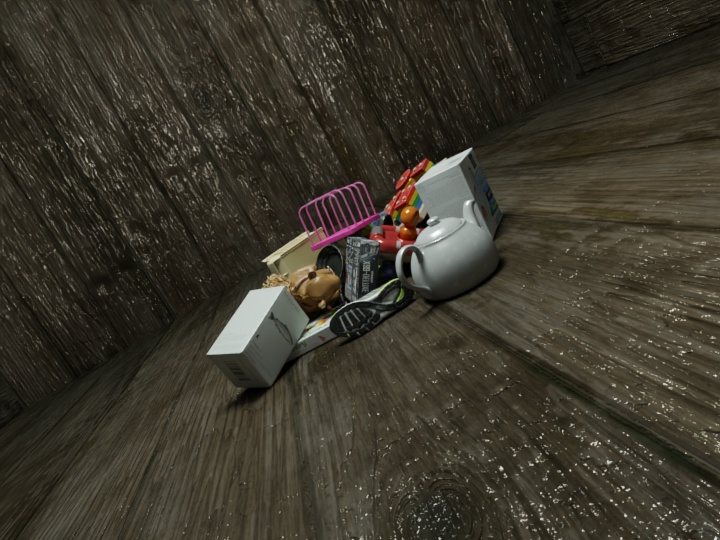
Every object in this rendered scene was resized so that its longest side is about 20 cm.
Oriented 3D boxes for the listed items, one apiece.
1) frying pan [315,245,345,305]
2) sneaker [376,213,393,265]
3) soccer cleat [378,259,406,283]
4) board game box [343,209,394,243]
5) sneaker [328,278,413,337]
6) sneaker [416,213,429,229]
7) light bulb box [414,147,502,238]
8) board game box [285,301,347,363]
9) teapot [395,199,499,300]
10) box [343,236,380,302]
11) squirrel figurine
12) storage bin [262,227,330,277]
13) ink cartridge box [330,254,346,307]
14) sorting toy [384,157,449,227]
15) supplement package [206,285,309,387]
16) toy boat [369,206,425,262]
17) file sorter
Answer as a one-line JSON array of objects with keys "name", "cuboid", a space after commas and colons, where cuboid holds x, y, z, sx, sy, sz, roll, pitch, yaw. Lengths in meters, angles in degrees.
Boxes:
[{"name": "frying pan", "cuboid": [-0.060, 0.010, 1.518, 0.031, 0.116, 0.190, 6, 27, -43]}, {"name": "sneaker", "cuboid": [0.036, -0.067, 1.627, 0.104, 0.202, 0.060, 15, 25, 37]}, {"name": "soccer cleat", "cuboid": [0.081, -0.021, 1.551, 0.083, 0.065, 0.200, -21, 14, 18]}, {"name": "board game box", "cuboid": [0.061, -0.092, 1.742, 0.199, 0.136, 0.034, -35, 13, -27]}, {"name": "sneaker", "cuboid": [0.022, 0.085, 1.262, 0.199, 0.074, 0.081, -26, 1, -10]}, {"name": "sneaker", "cuboid": [0.165, -0.112, 1.589, 0.071, 0.073, 0.200, -28, -19, -40]}, {"name": "light bulb box", "cuboid": [0.249, -0.172, 1.435, 0.124, 0.201, 0.198, -22, 13, 28]}, {"name": "board game box", "cuboid": [-0.116, 0.152, 1.372, 0.199, 0.035, 0.126, -29, 12, 9]}, {"name": "teapot", "cuboid": [0.176, -0.040, 1.184, 0.196, 0.147, 0.200, -28, 12, 13]}, {"name": "box", "cuboid": [0.000, 0.000, 1.434, 0.049, 0.160, 0.200, 2, 5, -11]}, {"name": "squirrel figurine", "cuboid": [-0.140, 0.060, 1.411, 0.198, 0.143, 0.186, -13, 0, -22]}, {"name": "storage bin", "cuboid": [-0.152, 0.012, 1.662, 0.198, 0.201, 0.093, -37, 15, -34]}, {"name": "ink cartridge box", "cuboid": [-0.088, 0.048, 1.592, 0.199, 0.094, 0.044, -36, -15, -30]}, {"name": "sorting toy", "cuboid": [0.142, -0.214, 1.616, 0.201, 0.069, 0.199, -63, 15, -20]}, {"name": "supplement package", "cuboid": [-0.225, 0.148, 1.297, 0.117, 0.117, 0.201, -9, 38, 36]}, {"name": "toy boat", "cuboid": [0.125, -0.099, 1.470, 0.198, 0.132, 0.131, 5, 27, -2]}, {"name": "file sorter", "cuboid": [-0.061, -0.159, 1.616, 0.138, 0.126, 0.200, -21, 8, 29]}]
